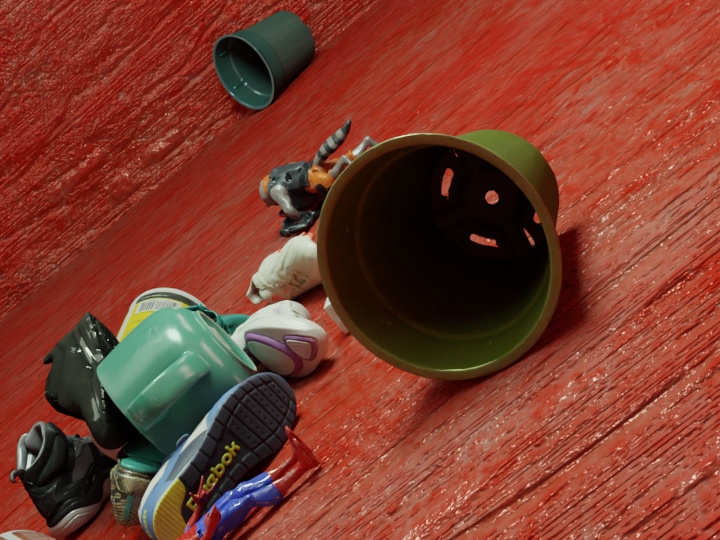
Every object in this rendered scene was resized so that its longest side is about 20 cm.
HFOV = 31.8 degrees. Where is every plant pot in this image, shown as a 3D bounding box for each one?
[{"bbox_3d":[0.090,-0.037,1.060,0.200,0.201,0.190,-32,4,28],"label":"plant pot"},{"bbox_3d":[-0.226,-0.533,3.119,0.196,0.201,0.200,-42,14,-34],"label":"plant pot"}]

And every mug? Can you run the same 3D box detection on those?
[{"bbox_3d":[-0.169,0.117,1.268,0.114,0.152,0.185,-44,30,-1],"label":"mug"}]

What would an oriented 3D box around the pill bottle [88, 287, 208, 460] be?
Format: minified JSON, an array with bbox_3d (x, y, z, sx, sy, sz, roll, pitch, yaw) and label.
[{"bbox_3d":[-0.244,0.123,1.479,0.114,0.114,0.201,-32,26,29],"label":"pill bottle"}]

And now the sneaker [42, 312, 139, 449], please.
[{"bbox_3d":[-0.291,0.133,1.355,0.091,0.076,0.200,-37,35,3],"label":"sneaker"}]

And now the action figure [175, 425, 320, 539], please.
[{"bbox_3d":[-0.125,0.216,1.093,0.200,0.052,0.065,-45,19,-5],"label":"action figure"}]

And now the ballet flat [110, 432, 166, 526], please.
[{"bbox_3d":[-0.220,0.213,1.278,0.200,0.067,0.076,-92,17,-85],"label":"ballet flat"}]

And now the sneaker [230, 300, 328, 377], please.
[{"bbox_3d":[-0.084,0.063,1.351,0.100,0.075,0.200,-50,18,-25],"label":"sneaker"}]

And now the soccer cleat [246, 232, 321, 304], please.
[{"bbox_3d":[-0.085,0.006,1.536,0.078,0.069,0.200,-51,11,-18],"label":"soccer cleat"}]

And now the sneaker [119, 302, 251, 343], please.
[{"bbox_3d":[-0.178,0.077,1.420,0.199,0.078,0.080,-7,-35,-53],"label":"sneaker"}]

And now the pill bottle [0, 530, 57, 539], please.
[{"bbox_3d":[-0.305,0.300,1.166,0.112,0.112,0.200,-47,16,-22],"label":"pill bottle"}]

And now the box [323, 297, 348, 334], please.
[{"bbox_3d":[0.000,0.000,1.389,0.041,0.039,0.200,-33,17,21],"label":"box"}]

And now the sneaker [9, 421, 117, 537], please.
[{"bbox_3d":[-0.324,0.203,1.467,0.075,0.114,0.200,-27,21,39],"label":"sneaker"}]

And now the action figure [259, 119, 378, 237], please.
[{"bbox_3d":[-0.064,-0.147,1.832,0.193,0.105,0.200,-22,25,26],"label":"action figure"}]

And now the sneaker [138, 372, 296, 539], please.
[{"bbox_3d":[-0.139,0.174,1.187,0.200,0.074,0.082,-49,15,-29],"label":"sneaker"}]
